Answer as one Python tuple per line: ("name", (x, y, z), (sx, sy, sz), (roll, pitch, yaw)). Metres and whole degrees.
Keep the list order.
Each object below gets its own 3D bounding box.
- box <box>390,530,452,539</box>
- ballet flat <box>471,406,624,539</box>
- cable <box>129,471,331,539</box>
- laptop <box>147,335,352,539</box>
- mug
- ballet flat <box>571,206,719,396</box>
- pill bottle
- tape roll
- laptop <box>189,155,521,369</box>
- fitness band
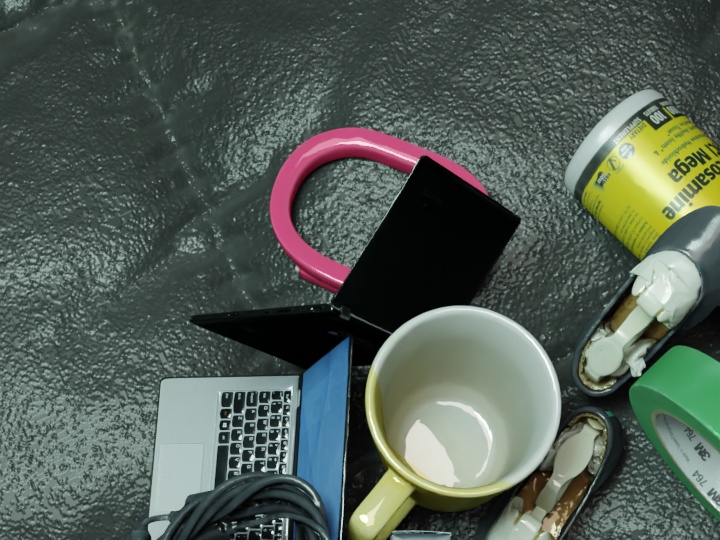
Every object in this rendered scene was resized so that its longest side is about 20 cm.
("box", (0.048, 0.311, 1.548), (0.051, 0.158, 0.202), (0, 72, 4))
("ballet flat", (0.144, 0.189, 1.630), (0.073, 0.073, 0.201), (34, 77, 15))
("cable", (-0.105, 0.226, 1.508), (0.199, 0.051, 0.164), (-11, 42, 33))
("laptop", (-0.091, 0.159, 1.609), (0.198, 0.116, 0.189), (-2, 70, 15))
("mug", (0.057, 0.128, 1.605), (0.185, 0.153, 0.150), (-17, 73, -9))
("ballet flat", (0.229, 0.032, 1.609), (0.073, 0.200, 0.073), (22, 40, -20))
("pill bottle", (0.273, -0.045, 1.676), (0.112, 0.113, 0.200), (-42, 73, -10))
("tape roll", (0.291, 0.148, 1.561), (0.048, 0.201, 0.201), (-40, 73, -10))
("laptop", (0.000, 0.000, 1.607), (0.198, 0.187, 0.117), (-5, 73, 27))
("fitness band", (0.020, -0.041, 1.739), (0.199, 0.037, 0.144), (22, 72, 11))
